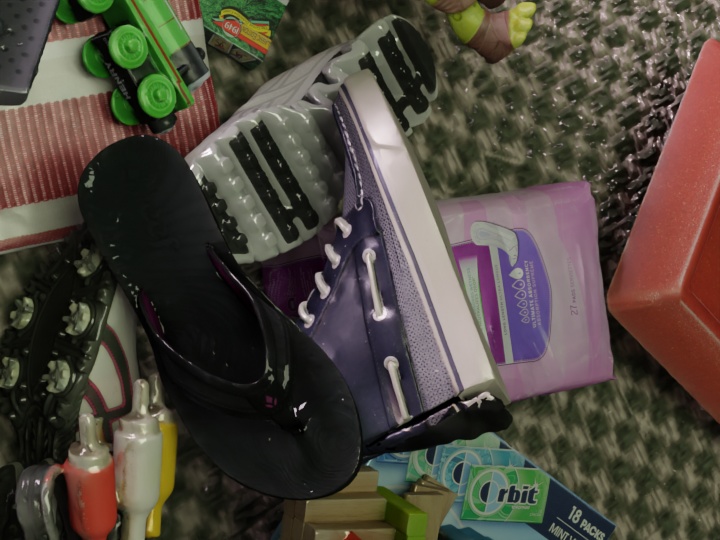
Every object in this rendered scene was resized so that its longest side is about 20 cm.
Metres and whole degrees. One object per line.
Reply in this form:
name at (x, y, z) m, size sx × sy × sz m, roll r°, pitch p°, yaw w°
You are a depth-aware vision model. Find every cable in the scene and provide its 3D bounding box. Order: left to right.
cable at (-0.113, 0.153, 0.812) m, size 0.097 × 0.050 × 0.202 m, roll -27°, pitch 112°, yaw -60°

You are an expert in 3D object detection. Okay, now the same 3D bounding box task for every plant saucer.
plant saucer at (0.251, -0.010, 1.078) m, size 0.199 × 0.036 × 0.201 m, roll 41°, pitch 62°, yaw -35°

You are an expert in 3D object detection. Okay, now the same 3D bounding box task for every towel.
towel at (-0.149, -0.120, 0.896) m, size 0.143 × 0.023 × 0.202 m, roll -13°, pitch 98°, yaw -27°

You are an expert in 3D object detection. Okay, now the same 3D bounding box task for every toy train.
toy train at (-0.139, -0.163, 0.867) m, size 0.056 × 0.042 × 0.201 m, roll -41°, pitch 110°, yaw -32°

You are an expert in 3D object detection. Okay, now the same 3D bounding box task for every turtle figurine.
turtle figurine at (0.021, -0.176, 0.954) m, size 0.160 × 0.201 × 0.065 m, roll 28°, pitch 116°, yaw -23°

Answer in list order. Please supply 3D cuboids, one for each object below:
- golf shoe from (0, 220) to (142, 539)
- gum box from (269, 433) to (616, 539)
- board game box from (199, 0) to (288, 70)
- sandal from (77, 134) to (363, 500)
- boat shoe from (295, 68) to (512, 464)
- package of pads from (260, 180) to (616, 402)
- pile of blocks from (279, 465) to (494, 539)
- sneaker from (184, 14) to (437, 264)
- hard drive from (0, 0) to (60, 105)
golf shoe at (-0.139, 0.075, 0.873) m, size 0.088 × 0.077 × 0.202 m, roll 18°, pitch 81°, yaw -42°
gum box at (0.025, 0.178, 0.914) m, size 0.170 × 0.044 × 0.201 m, roll 38°, pitch 81°, yaw -31°
board game box at (-0.119, -0.205, 0.939) m, size 0.199 × 0.023 × 0.106 m, roll 29°, pitch 73°, yaw -23°
sandal at (-0.073, 0.024, 0.805) m, size 0.075 × 0.048 × 0.201 m, roll -36°, pitch 79°, yaw 0°
boat shoe at (0.000, 0.000, 0.853) m, size 0.092 × 0.075 × 0.202 m, roll -22°, pitch 66°, yaw 6°
package of pads at (0.048, 0.020, 0.970) m, size 0.198 × 0.075 × 0.122 m, roll -9°, pitch 90°, yaw -29°
pile of blocks at (0.047, 0.158, 0.860) m, size 0.199 × 0.062 × 0.083 m, roll 32°, pitch 85°, yaw -31°
sneaker at (-0.042, -0.065, 0.918) m, size 0.200 × 0.081 × 0.076 m, roll -40°, pitch 115°, yaw -38°
hard drive at (-0.232, -0.148, 0.788) m, size 0.198 × 0.042 × 0.136 m, roll 14°, pitch 63°, yaw -4°
